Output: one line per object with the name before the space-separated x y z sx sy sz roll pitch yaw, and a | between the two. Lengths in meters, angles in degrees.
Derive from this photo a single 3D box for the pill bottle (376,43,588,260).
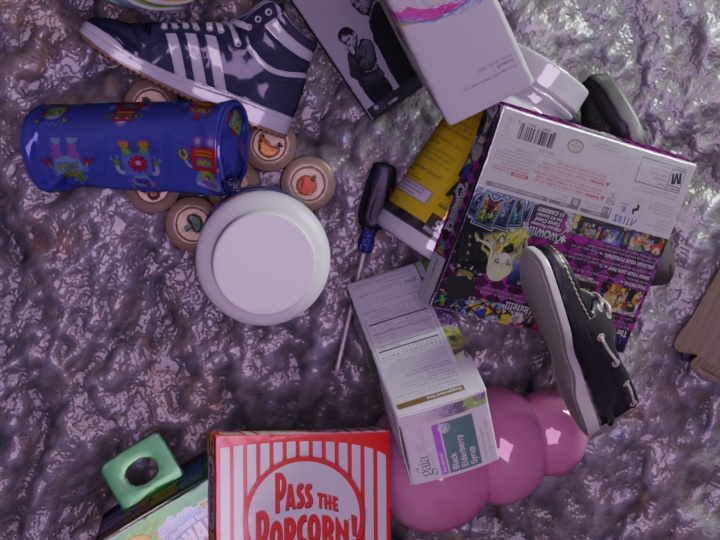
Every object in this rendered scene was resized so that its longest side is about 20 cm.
pill bottle | 0.111 -0.095 1.516 0.111 0.111 0.200 33 92 -7

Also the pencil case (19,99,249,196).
pencil case | -0.188 -0.103 1.473 0.200 0.078 0.087 1 127 18

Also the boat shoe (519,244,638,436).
boat shoe | 0.187 0.052 1.451 0.060 0.074 0.200 -27 121 -7

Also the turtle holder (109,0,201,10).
turtle holder | -0.166 -0.269 1.430 0.186 0.132 0.141 44 130 10

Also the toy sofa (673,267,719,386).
toy sofa | 0.381 0.021 1.572 0.083 0.098 0.200 27 93 -31

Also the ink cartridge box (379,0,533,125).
ink cartridge box | 0.055 -0.239 1.418 0.085 0.145 0.200 -28 118 3

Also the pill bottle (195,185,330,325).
pill bottle | -0.082 -0.013 1.447 0.112 0.200 0.112 0 96 -5

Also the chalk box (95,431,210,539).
chalk box | -0.152 0.242 1.519 0.124 0.124 0.200 -32 97 -1

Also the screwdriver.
screwdriver | 0.000 0.000 1.554 0.028 0.029 0.200 13 89 -5

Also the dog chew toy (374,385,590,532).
dog chew toy | 0.111 0.160 1.539 0.200 0.125 0.125 -12 96 -12

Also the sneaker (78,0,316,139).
sneaker | -0.134 -0.201 1.491 0.200 0.070 0.109 24 97 -13

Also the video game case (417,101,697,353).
video game case | 0.169 -0.035 1.472 0.200 0.036 0.181 13 103 -24

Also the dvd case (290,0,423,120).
dvd case | 0.019 -0.250 1.501 0.150 0.025 0.200 -34 118 2

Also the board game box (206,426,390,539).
board game box | -0.052 0.233 1.450 0.151 0.046 0.200 -1 89 -14

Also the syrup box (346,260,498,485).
syrup box | 0.051 0.084 1.474 0.081 0.200 0.079 -17 125 -4

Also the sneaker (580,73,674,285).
sneaker | 0.206 -0.071 1.543 0.114 0.076 0.200 -15 101 -9

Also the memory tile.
memory tile | -0.133 -0.095 1.544 0.200 0.017 0.153 45 90 -6
